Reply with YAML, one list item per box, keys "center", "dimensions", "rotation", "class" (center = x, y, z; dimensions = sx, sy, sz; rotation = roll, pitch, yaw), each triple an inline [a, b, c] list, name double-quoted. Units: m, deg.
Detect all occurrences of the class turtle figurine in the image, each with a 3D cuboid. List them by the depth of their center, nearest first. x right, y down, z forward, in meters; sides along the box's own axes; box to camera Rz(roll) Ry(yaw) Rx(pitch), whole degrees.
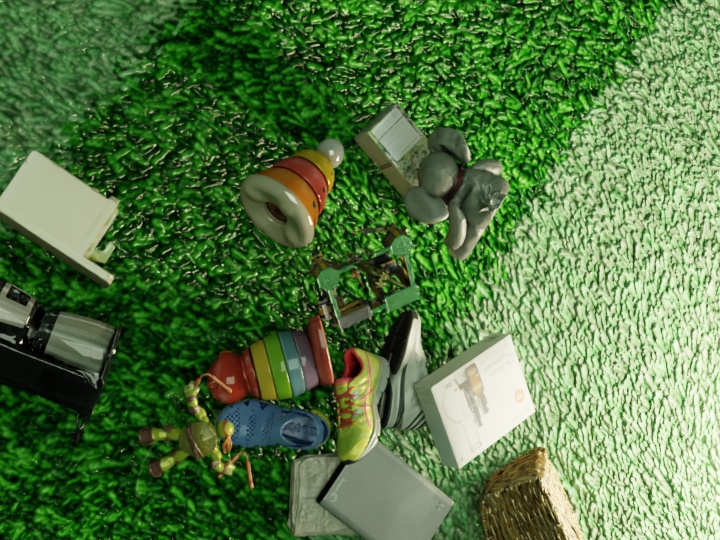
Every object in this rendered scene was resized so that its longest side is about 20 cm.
- center: [-0.256, 0.272, 1.539]
  dimensions: [0.159, 0.065, 0.203]
  rotation: [-18, 104, 10]
  class: "turtle figurine"

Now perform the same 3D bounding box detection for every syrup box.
- center: [0.088, -0.180, 1.691]
  dimensions: [0.079, 0.081, 0.200]
  rotation: [-44, 102, -13]
  class: "syrup box"

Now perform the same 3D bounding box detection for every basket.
- center: [0.294, 0.439, 1.729]
  dimensions: [0.141, 0.149, 0.203]
  rotation: [-25, 95, 16]
  class: "basket"

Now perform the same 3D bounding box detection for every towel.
- center: [-0.025, 0.375, 1.649]
  dimensions: [0.196, 0.034, 0.135]
  rotation: [5, 86, -18]
  class: "towel"

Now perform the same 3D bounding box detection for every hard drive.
- center: [0.041, 0.382, 1.636]
  dimensions: [0.199, 0.033, 0.140]
  rotation: [40, 76, -12]
  class: "hard drive"

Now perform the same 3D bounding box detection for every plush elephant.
- center: [0.151, -0.132, 1.591]
  dimensions: [0.153, 0.200, 0.166]
  rotation: [32, 84, 4]
  class: "plush elephant"

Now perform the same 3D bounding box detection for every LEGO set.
- center: [0.000, 0.000, 1.629]
  dimensions: [0.198, 0.116, 0.155]
  rotation: [-30, 121, -5]
  class: "LEGO set"

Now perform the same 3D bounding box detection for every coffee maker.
- center: [-0.478, 0.138, 1.470]
  dimensions: [0.197, 0.134, 0.195]
  rotation: [21, 82, -14]
  class: "coffee maker"

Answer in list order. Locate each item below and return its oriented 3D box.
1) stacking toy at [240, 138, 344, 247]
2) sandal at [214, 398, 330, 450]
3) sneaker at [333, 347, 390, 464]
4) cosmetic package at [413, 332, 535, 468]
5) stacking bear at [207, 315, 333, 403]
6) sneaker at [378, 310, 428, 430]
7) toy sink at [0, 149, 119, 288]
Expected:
- center: [-0.091, -0.151, 1.625]
  dimensions: [0.146, 0.146, 0.201]
  rotation: [44, 61, -10]
  class: "stacking toy"
- center: [-0.136, 0.251, 1.595]
  dimensions: [0.196, 0.087, 0.081]
  rotation: [3, 88, -15]
  class: "sandal"
- center: [-0.015, 0.216, 1.610]
  dimensions: [0.090, 0.077, 0.203]
  rotation: [37, 48, -34]
  class: "sneaker"
- center: [0.197, 0.219, 1.683]
  dimensions: [0.198, 0.051, 0.153]
  rotation: [-29, 107, -32]
  class: "cosmetic package"
- center: [-0.150, 0.156, 1.589]
  dimensions: [0.196, 0.121, 0.116]
  rotation: [-14, 84, -8]
  class: "stacking bear"
- center: [0.097, 0.174, 1.687]
  dimensions: [0.114, 0.075, 0.204]
  rotation: [11, 91, -25]
  class: "sneaker"
- center: [-0.436, -0.077, 1.498]
  dimensions: [0.199, 0.130, 0.113]
  rotation: [35, 77, -11]
  class: "toy sink"
